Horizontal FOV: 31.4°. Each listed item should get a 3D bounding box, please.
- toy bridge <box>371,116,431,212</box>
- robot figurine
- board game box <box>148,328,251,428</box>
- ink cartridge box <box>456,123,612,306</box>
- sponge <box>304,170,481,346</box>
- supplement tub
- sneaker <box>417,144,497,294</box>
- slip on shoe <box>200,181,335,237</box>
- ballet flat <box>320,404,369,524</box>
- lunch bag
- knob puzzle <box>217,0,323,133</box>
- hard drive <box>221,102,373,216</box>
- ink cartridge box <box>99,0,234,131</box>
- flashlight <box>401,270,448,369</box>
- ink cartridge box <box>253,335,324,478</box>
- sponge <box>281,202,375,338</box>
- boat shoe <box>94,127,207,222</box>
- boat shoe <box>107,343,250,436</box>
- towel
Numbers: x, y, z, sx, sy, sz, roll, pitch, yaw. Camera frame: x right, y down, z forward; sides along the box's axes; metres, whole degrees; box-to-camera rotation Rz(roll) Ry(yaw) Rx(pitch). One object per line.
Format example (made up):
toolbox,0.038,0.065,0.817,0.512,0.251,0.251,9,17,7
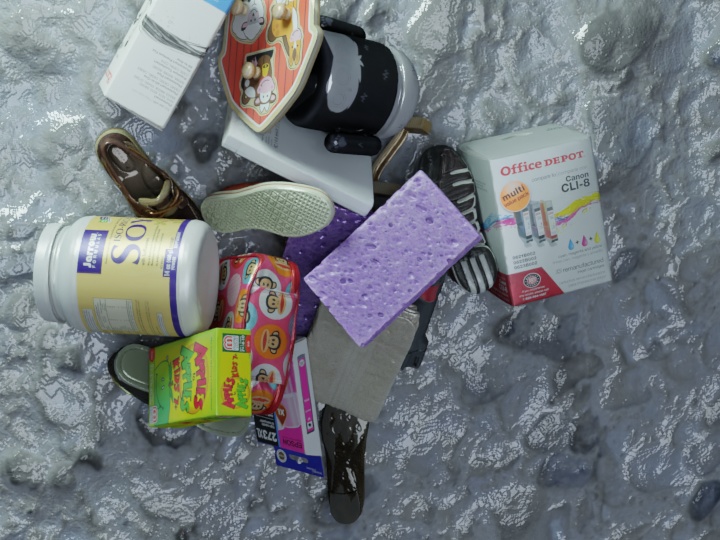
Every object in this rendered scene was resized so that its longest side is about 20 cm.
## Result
toy bridge,0.039,-0.103,1.671,0.027,0.067,0.200,23,78,-58
robot figurine,-0.023,-0.229,1.588,0.200,0.125,0.151,6,107,-34
board game box,-0.198,0.134,1.553,0.048,0.200,0.102,6,77,-31
ink cartridge box,0.226,-0.078,1.682,0.145,0.145,0.200,-14,105,-9
sponge,0.039,-0.014,1.567,0.200,0.030,0.112,-43,78,5
supplement tub,-0.284,0.006,1.568,0.199,0.145,0.146,2,103,6
sneaker,0.116,-0.060,1.690,0.075,0.116,0.200,-15,84,-8
slip on shoe,-0.111,-0.083,1.592,0.061,0.200,0.074,-42,122,-43
ballet flat,-0.017,0.249,1.760,0.067,0.046,0.201,0,98,9
lunch bag,-0.152,0.081,1.619,0.082,0.176,0.200,13,80,-29
knob puzzle,-0.117,-0.264,1.522,0.030,0.219,0.220,8,102,-41
hard drive,-0.077,-0.150,1.605,0.200,0.132,0.027,25,119,-17
ink cartridge box,-0.229,-0.281,1.530,0.084,0.146,0.200,29,95,-18
flashlight,0.065,0.045,1.672,0.068,0.068,0.200,-3,139,-19
ink cartridge box,-0.102,0.180,1.695,0.037,0.095,0.200,-24,112,-43
sponge,-0.049,-0.001,1.654,0.111,0.030,0.200,18,118,-3
boat shoe,-0.258,-0.091,1.607,0.072,0.072,0.200,-37,109,-2
boat shoe,-0.238,0.158,1.679,0.201,0.061,0.072,33,66,-19
towel,-0.009,0.104,1.667,0.132,0.035,0.200,22,124,-2
